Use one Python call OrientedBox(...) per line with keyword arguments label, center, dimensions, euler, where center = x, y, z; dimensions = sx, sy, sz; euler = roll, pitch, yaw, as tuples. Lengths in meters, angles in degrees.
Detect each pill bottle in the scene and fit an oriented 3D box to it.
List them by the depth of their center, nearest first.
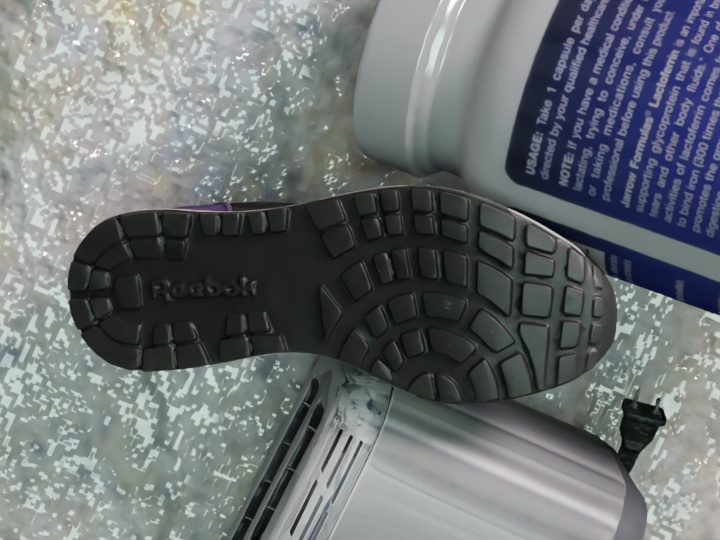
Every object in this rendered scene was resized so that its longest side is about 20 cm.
OrientedBox(label="pill bottle", center=(0.105, -0.053, 0.850), dimensions=(0.199, 0.116, 0.116), euler=(20, 100, 15))

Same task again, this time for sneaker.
OrientedBox(label="sneaker", center=(0.000, 0.000, 0.869), dimensions=(0.199, 0.088, 0.076), euler=(5, 99, 16))

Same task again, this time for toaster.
OrientedBox(label="toaster", center=(0.020, 0.115, 0.905), dimensions=(0.129, 0.114, 0.201), euler=(26, 101, -10))
